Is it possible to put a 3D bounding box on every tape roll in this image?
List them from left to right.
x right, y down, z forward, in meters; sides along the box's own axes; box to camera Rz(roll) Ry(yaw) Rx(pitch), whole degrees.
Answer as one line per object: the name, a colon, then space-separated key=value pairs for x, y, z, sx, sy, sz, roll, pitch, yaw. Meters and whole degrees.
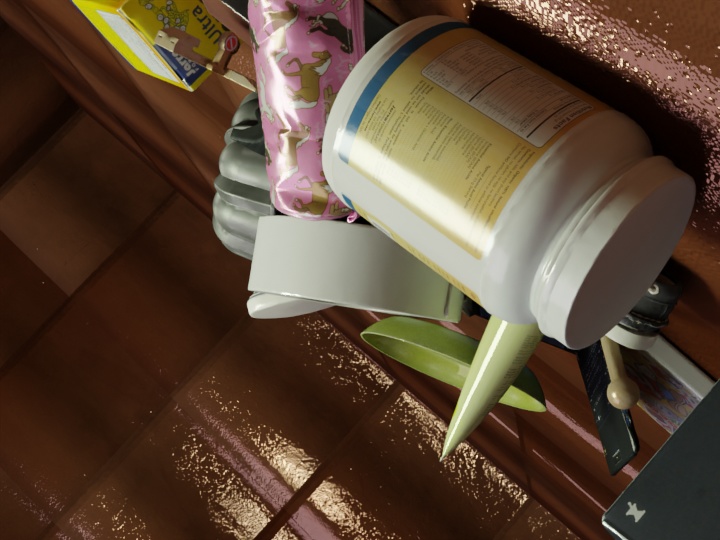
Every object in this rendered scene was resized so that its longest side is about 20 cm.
tape roll: x=0.000 y=0.000 z=0.928 sx=0.202 sy=0.071 sz=0.202 roll=9 pitch=176 yaw=1

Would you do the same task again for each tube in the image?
tube: x=0.120 y=0.075 z=0.863 sx=0.058 sy=0.200 sz=0.052 roll=7 pitch=-149 yaw=-27

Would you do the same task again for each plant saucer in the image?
plant saucer: x=0.097 y=0.090 z=1.010 sx=0.200 sy=0.031 sz=0.200 roll=22 pitch=170 yaw=4

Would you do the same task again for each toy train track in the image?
toy train track: x=-0.085 y=-0.162 z=0.810 sx=0.115 sy=0.033 sz=0.200 roll=31 pitch=-172 yaw=31

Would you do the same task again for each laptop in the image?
laptop: x=0.179 y=0.098 z=0.956 sx=0.177 sy=0.103 sz=0.200 roll=66 pitch=-169 yaw=-71

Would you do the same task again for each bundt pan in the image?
bundt pan: x=-0.105 y=-0.104 z=1.072 sx=0.076 sy=0.202 sz=0.202 roll=14 pitch=169 yaw=3

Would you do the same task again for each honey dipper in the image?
honey dipper: x=0.195 y=0.055 z=0.780 sx=0.038 sy=0.038 sz=0.200 roll=44 pitch=-162 yaw=-10

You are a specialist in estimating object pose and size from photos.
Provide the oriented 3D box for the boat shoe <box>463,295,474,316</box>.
boat shoe: x=0.071 y=-0.027 z=1.108 sx=0.200 sy=0.073 sz=0.075 roll=40 pitch=171 yaw=19

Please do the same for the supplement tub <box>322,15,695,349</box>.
supplement tub: x=0.090 y=-0.057 z=0.631 sx=0.200 sy=0.145 sz=0.145 roll=38 pitch=170 yaw=28

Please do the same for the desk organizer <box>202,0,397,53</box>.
desk organizer: x=-0.045 y=-0.197 z=0.814 sx=0.200 sy=0.072 sz=0.077 roll=41 pitch=174 yaw=15

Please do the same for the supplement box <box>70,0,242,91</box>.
supplement box: x=-0.204 y=-0.272 z=1.036 sx=0.109 sy=0.110 sz=0.200 roll=48 pitch=171 yaw=-33

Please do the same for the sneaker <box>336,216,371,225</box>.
sneaker: x=-0.009 y=-0.096 z=1.004 sx=0.077 sy=0.111 sz=0.200 roll=48 pitch=170 yaw=-35

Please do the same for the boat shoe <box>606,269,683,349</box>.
boat shoe: x=0.159 y=-0.021 z=0.781 sx=0.074 sy=0.060 sz=0.200 roll=-8 pitch=-137 yaw=-47

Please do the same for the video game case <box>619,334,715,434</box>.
video game case: x=0.257 y=0.082 z=0.967 sx=0.200 sy=0.023 sz=0.182 roll=41 pitch=172 yaw=8

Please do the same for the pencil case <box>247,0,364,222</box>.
pencil case: x=-0.032 y=-0.135 z=0.711 sx=0.087 sy=0.083 sz=0.200 roll=-129 pitch=32 yaw=-61

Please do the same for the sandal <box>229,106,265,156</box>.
sandal: x=-0.060 y=-0.122 z=0.881 sx=0.075 sy=0.048 sz=0.200 roll=25 pitch=175 yaw=-21

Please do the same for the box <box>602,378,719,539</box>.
box: x=0.277 y=0.150 z=0.606 sx=0.123 sy=0.200 sz=0.198 roll=34 pitch=168 yaw=47

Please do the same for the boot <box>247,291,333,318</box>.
boot: x=-0.031 y=-0.015 z=1.070 sx=0.073 sy=0.200 sz=0.090 roll=86 pitch=168 yaw=-74
